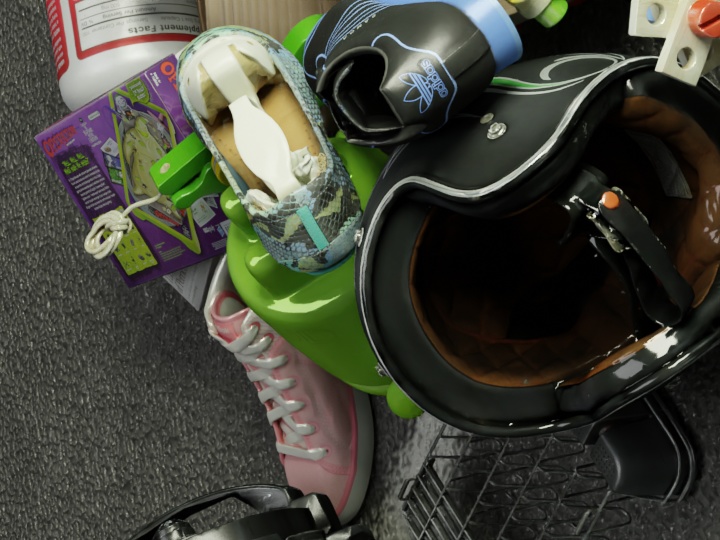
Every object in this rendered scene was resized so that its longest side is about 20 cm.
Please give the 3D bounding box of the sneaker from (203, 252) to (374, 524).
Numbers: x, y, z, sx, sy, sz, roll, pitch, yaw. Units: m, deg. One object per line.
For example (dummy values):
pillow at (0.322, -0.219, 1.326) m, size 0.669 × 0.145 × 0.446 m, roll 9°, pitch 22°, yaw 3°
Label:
sneaker at (-0.050, 0.063, 1.610) m, size 0.075 × 0.104 × 0.201 m, roll 6°, pitch 97°, yaw 53°

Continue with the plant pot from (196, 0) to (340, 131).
plant pot at (-0.053, -0.180, 1.544) m, size 0.201 × 0.092 × 0.202 m, roll 173°, pitch 90°, yaw -85°

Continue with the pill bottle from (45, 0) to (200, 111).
pill bottle at (-0.156, -0.170, 1.747) m, size 0.112 × 0.112 × 0.201 m, roll -28°, pitch 68°, yaw 52°

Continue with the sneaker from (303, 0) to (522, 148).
sneaker at (0.004, -0.100, 1.300) m, size 0.070 × 0.078 × 0.200 m, roll 56°, pitch 160°, yaw -11°

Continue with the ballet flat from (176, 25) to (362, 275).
ballet flat at (-0.056, -0.083, 1.378) m, size 0.200 × 0.074 × 0.074 m, roll 55°, pitch 133°, yaw 41°

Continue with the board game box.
board game box at (-0.131, -0.058, 1.600) m, size 0.120 × 0.032 × 0.200 m, roll 55°, pitch 154°, yaw -9°

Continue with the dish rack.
dish rack at (0.096, 0.124, 1.447) m, size 0.154 × 0.054 × 0.200 m, roll 59°, pitch 137°, yaw 38°

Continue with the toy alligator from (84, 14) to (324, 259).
toy alligator at (-0.077, -0.070, 1.482) m, size 0.200 × 0.054 × 0.059 m, roll -44°, pitch 51°, yaw 19°

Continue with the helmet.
helmet at (0.095, -0.014, 1.316) m, size 0.190 × 0.199 × 0.201 m, roll -21°, pitch 74°, yaw 50°

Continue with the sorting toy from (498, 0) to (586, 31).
sorting toy at (0.077, -0.230, 1.448) m, size 0.200 × 0.069 × 0.200 m, roll -18°, pitch 76°, yaw 54°

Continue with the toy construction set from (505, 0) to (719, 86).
toy construction set at (0.116, -0.165, 1.252) m, size 0.131 × 0.092 × 0.200 m, roll -54°, pitch 39°, yaw -7°

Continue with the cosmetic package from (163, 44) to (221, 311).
cosmetic package at (-0.105, -0.058, 1.649) m, size 0.083 × 0.051 × 0.200 m, roll 45°, pitch 153°, yaw 14°

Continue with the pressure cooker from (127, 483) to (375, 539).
pressure cooker at (-0.071, 0.233, 1.572) m, size 0.179 × 0.175 × 0.201 m, roll -48°, pitch 61°, yaw 50°

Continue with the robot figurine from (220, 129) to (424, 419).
robot figurine at (0.000, 0.000, 1.472) m, size 0.115 × 0.200 × 0.176 m, roll -34°, pitch 54°, yaw 10°
